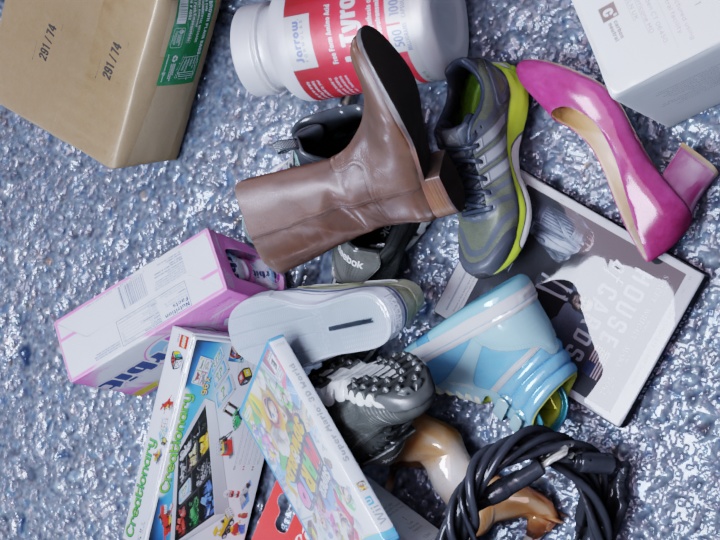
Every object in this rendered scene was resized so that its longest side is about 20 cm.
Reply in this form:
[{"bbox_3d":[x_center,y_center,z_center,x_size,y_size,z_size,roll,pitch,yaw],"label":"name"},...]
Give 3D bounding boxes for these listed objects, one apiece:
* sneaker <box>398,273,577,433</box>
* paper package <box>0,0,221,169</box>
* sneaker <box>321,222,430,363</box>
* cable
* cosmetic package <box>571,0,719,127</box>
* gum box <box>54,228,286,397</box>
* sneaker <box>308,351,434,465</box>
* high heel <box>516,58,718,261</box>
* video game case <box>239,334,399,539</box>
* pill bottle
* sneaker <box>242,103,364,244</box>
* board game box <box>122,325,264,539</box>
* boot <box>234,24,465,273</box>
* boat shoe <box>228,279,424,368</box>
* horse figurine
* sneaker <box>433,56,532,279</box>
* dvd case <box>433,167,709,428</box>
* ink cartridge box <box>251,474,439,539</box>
[{"bbox_3d":[0.103,0.100,1.290,0.131,0.079,0.200,56,137,2],"label":"sneaker"},{"bbox_3d":[-0.246,-0.224,1.441,0.190,0.103,0.201,29,116,23],"label":"paper package"},{"bbox_3d":[0.000,0.000,1.347,0.066,0.090,0.201,27,99,24],"label":"sneaker"},{"bbox_3d":[0.137,0.229,1.248,0.201,0.162,0.051,-69,27,15],"label":"cable"},{"bbox_3d":[0.261,-0.229,1.176,0.164,0.200,0.166,-26,77,21],"label":"cosmetic package"},{"bbox_3d":[-0.171,0.041,1.407,0.199,0.113,0.067,-30,66,21],"label":"gum box"},{"bbox_3d":[0.018,0.121,1.257,0.091,0.066,0.200,63,156,-9],"label":"sneaker"},{"bbox_3d":[0.196,-0.096,1.269,0.200,0.067,0.096,37,83,9],"label":"high heel"},{"bbox_3d":[-0.040,0.171,1.286,0.201,0.018,0.143,58,151,20],"label":"video game case"},{"bbox_3d":[-0.011,-0.214,1.351,0.199,0.112,0.113,-7,85,24],"label":"pill bottle"},{"bbox_3d":[-0.051,-0.092,1.347,0.200,0.140,0.078,-37,73,18],"label":"sneaker"},{"bbox_3d":[-0.139,0.156,1.384,0.034,0.126,0.202,17,95,43],"label":"board game box"},{"bbox_3d":[-0.036,-0.093,1.250,0.199,0.064,0.187,-15,117,26],"label":"boot"},{"bbox_3d":[-0.030,0.046,1.305,0.199,0.062,0.073,-6,99,41],"label":"boat shoe"},{"bbox_3d":[0.069,0.189,1.330,0.200,0.050,0.133,49,114,16],"label":"horse figurine"},{"bbox_3d":[0.097,-0.092,1.290,0.074,0.081,0.202,-14,69,40],"label":"sneaker"},{"bbox_3d":[0.179,0.020,1.300,0.199,0.025,0.151,32,101,24],"label":"dvd case"},{"bbox_3d":[-0.017,0.263,1.345,0.199,0.050,0.162,34,118,20],"label":"ink cartridge box"}]
